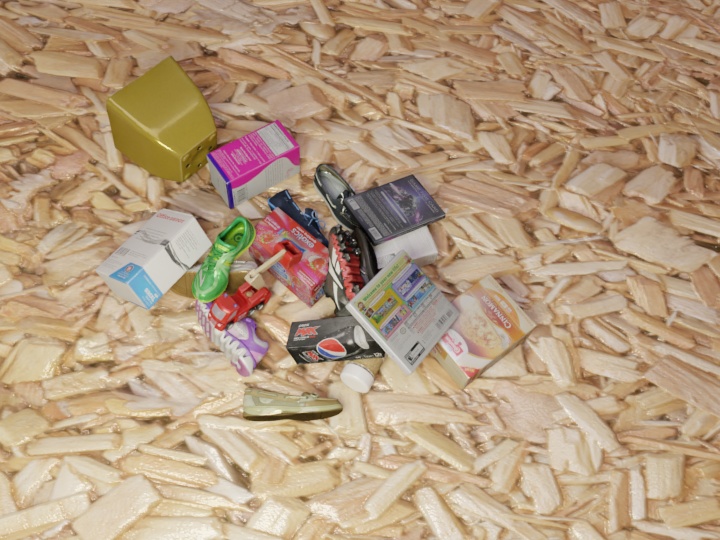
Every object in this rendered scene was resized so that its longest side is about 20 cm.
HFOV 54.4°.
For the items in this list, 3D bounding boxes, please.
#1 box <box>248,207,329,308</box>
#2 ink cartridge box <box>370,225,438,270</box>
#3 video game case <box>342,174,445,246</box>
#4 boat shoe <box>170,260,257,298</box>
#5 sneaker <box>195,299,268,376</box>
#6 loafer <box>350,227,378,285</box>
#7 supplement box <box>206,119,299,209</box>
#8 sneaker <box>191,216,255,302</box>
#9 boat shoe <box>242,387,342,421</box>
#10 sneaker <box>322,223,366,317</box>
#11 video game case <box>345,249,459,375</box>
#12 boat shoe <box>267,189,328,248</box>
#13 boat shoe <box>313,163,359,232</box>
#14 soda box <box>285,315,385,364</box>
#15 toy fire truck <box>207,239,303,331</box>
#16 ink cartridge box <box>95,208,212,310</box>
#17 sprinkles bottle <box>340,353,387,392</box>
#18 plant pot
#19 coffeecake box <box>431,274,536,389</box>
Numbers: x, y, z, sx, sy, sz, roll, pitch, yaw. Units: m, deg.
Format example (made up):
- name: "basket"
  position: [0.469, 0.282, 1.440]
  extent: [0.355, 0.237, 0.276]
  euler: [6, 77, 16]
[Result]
- name: "box"
  position: [-0.146, -0.029, 1.537]
  extent: [0.199, 0.096, 0.100]
  euler: [40, 65, 16]
- name: "ink cartridge box"
  position: [0.065, -0.048, 1.594]
  extent: [0.197, 0.051, 0.110]
  euler: [-17, 64, -13]
- name: "video game case"
  position: [0.077, -0.141, 1.605]
  extent: [0.198, 0.019, 0.143]
  euler: [-21, 58, -25]
- name: "boat shoe"
  position: [-0.318, 0.013, 1.522]
  extent: [0.197, 0.072, 0.070]
  euler: [-2, 34, 2]
- name: "sneaker"
  position: [-0.264, 0.123, 1.458]
  extent: [0.088, 0.081, 0.200]
  euler: [-35, 74, -29]
- name: "loafer"
  position: [0.000, 0.000, 1.494]
  extent: [0.070, 0.073, 0.202]
  euler: [-19, 60, 10]
- name: "supplement box"
  position: [-0.248, -0.251, 1.648]
  extent: [0.198, 0.102, 0.104]
  euler: [-30, 66, -20]
- name: "sneaker"
  position: [-0.290, -0.029, 1.443]
  extent: [0.073, 0.084, 0.202]
  euler: [23, 70, 13]
- name: "boat shoe"
  position: [-0.134, 0.262, 1.392]
  extent: [0.197, 0.073, 0.064]
  euler: [-3, 65, 2]
- name: "sneaker"
  position: [-0.041, 0.006, 1.444]
  extent: [0.070, 0.097, 0.203]
  euler: [11, 57, -52]
- name: "video game case"
  position: [0.089, 0.080, 1.401]
  extent: [0.182, 0.022, 0.200]
  euler: [48, 52, -1]
- name: "boat shoe"
  position: [-0.130, -0.118, 1.594]
  extent: [0.069, 0.084, 0.200]
  euler: [-43, 74, -12]
- name: "boat shoe"
  position: [-0.044, -0.168, 1.644]
  extent: [0.075, 0.061, 0.200]
  euler: [-38, 70, -23]
- name: "soda box"
  position: [-0.048, 0.140, 1.423]
  extent: [0.197, 0.064, 0.071]
  euler: [-8, 47, 20]
- name: "toy fire truck"
  position: [-0.214, 0.029, 1.419]
  extent: [0.049, 0.142, 0.199]
  euler: [42, 43, 14]
- name: "ink cartridge box"
  position: [-0.436, -0.029, 1.484]
  extent: [0.144, 0.084, 0.200]
  euler: [14, 54, 43]
- name: "sprinkles bottle"
  position: [0.031, 0.155, 1.466]
  extent: [0.068, 0.069, 0.201]
  euler: [26, 62, 10]
- name: "plant pot"
  position: [-0.440, -0.328, 1.631]
  extent: [0.200, 0.195, 0.196]
  euler: [41, 65, 7]
- name: "coffeecake box"
  position: [0.247, 0.129, 1.498]
  extent: [0.199, 0.073, 0.154]
  euler: [-33, 69, -20]
